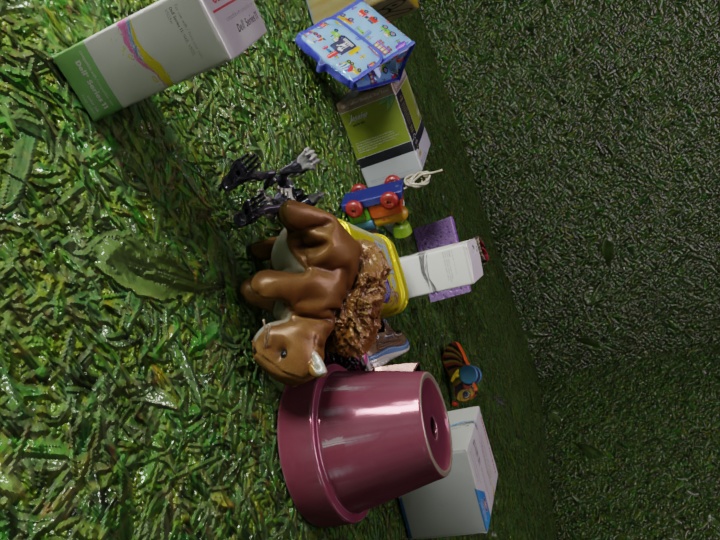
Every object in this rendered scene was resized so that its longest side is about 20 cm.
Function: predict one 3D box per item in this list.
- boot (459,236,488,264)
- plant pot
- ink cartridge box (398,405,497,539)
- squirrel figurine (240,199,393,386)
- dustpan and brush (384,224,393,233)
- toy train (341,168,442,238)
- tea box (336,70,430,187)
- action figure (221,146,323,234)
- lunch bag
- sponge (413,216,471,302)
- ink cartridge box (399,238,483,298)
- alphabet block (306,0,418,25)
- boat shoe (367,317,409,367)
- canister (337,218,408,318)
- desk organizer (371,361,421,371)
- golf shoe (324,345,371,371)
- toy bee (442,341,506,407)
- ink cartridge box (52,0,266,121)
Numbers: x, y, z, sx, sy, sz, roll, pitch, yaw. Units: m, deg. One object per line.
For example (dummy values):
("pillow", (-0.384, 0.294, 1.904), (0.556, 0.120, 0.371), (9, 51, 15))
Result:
("boot", (0.297, -0.019, 1.760), (0.074, 0.148, 0.201), (-87, 153, -42))
("plant pot", (0.016, 0.211, 0.783), (0.200, 0.176, 0.203), (-16, 90, -71))
("ink cartridge box", (0.158, 0.362, 1.110), (0.200, 0.142, 0.150), (-24, 98, -70))
("squirrel figurine", (-0.046, 0.047, 0.737), (0.197, 0.141, 0.190), (15, 64, -29))
("dustpan and brush", (0.065, -0.143, 1.339), (0.200, 0.056, 0.142), (-23, 104, -66))
("toy train", (0.073, -0.113, 1.149), (0.085, 0.197, 0.117), (-76, 149, -54))
("tea box", (0.058, -0.322, 1.352), (0.201, 0.132, 0.199), (-67, 139, -60))
("action figure", (-0.094, -0.096, 0.822), (0.199, 0.101, 0.121), (-4, 78, -67))
("lunch bag", (-0.019, -0.413, 1.157), (0.150, 0.095, 0.199), (43, 52, 12))
("sponge", (0.214, -0.029, 1.598), (0.030, 0.110, 0.204), (-4, 80, -68))
("ink cartridge box", (0.142, 0.000, 1.247), (0.145, 0.197, 0.086), (-19, 93, -70))
("alphabet block", (-0.008, -0.629, 1.294), (0.195, 0.197, 0.200), (-41, 114, -69))
("boat shoe", (0.033, 0.120, 1.051), (0.200, 0.071, 0.074), (-15, 88, -71))
("canister", (0.000, 0.000, 1.023), (0.199, 0.085, 0.151), (17, 55, -65))
("desk organizer", (0.070, 0.222, 0.998), (0.201, 0.076, 0.073), (73, 12, -57))
("golf shoe", (-0.028, 0.102, 0.894), (0.093, 0.071, 0.202), (-70, 141, -58))
("toy bee", (0.259, 0.287, 1.543), (0.131, 0.108, 0.201), (40, 14, -45))
("ink cartridge box", (-0.164, -0.219, 0.565), (0.118, 0.197, 0.068), (-74, 143, -55))
